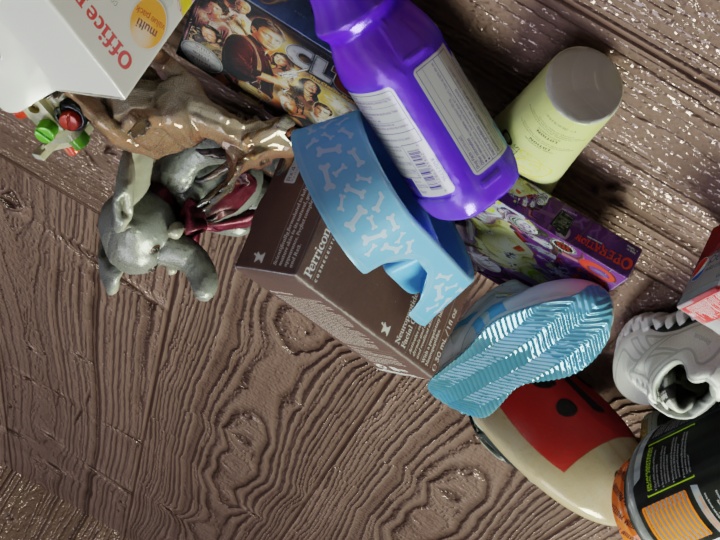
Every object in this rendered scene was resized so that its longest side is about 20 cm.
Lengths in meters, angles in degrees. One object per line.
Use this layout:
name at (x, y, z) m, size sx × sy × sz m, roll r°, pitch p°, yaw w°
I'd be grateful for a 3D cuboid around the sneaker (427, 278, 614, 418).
sneaker at (0.120, 0.041, 1.202) m, size 0.076 × 0.081 × 0.200 m, roll 34°, pitch 147°, yaw -15°

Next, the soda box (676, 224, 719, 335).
soda box at (0.313, 0.043, 1.063) m, size 0.199 × 0.070 × 0.063 m, roll 34°, pitch 158°, yaw -8°

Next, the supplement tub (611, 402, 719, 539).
supplement tub at (0.286, 0.157, 1.226) m, size 0.122 × 0.123 × 0.200 m, roll 35°, pitch 146°, yaw -12°

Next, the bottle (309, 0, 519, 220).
bottle at (0.025, -0.128, 1.036) m, size 0.201 × 0.065 × 0.083 m, roll 56°, pitch 164°, yaw -18°

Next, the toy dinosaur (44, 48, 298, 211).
toy dinosaur at (-0.149, -0.111, 1.218) m, size 0.199 × 0.086 × 0.136 m, roll 20°, pitch 162°, yaw 38°

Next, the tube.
tube at (0.118, -0.088, 1.069) m, size 0.200 × 0.051 × 0.059 m, roll 131°, pitch 123°, yaw -73°

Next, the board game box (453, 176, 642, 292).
board game box at (0.126, -0.016, 1.188) m, size 0.119 × 0.033 × 0.200 m, roll 27°, pitch 168°, yaw 0°

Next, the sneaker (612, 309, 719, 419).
sneaker at (0.235, 0.075, 1.217) m, size 0.075 × 0.082 × 0.200 m, roll 30°, pitch 159°, yaw -4°

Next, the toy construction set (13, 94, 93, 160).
toy construction set at (-0.298, -0.156, 1.379) m, size 0.130 × 0.093 × 0.200 m, roll -20°, pitch 139°, yaw 31°

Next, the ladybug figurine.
ladybug figurine at (0.167, 0.131, 1.369) m, size 0.200 × 0.072 × 0.135 m, roll 44°, pitch -160°, yaw 30°

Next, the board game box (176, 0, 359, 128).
board game box at (-0.031, -0.142, 1.154) m, size 0.199 × 0.035 × 0.136 m, roll 32°, pitch 157°, yaw -3°

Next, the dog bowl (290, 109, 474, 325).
dog bowl at (0.021, -0.039, 1.114) m, size 0.200 × 0.049 × 0.112 m, roll 42°, pitch -157°, yaw -55°

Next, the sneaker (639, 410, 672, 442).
sneaker at (0.316, 0.183, 1.375) m, size 0.087 × 0.076 × 0.200 m, roll -26°, pitch 119°, yaw 34°

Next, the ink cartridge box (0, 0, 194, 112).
ink cartridge box at (-0.177, -0.204, 0.988) m, size 0.124 × 0.201 × 0.129 m, roll 11°, pitch 151°, yaw 39°

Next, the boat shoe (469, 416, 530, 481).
boat shoe at (0.190, 0.170, 1.487) m, size 0.199 × 0.076 × 0.060 m, roll 35°, pitch 160°, yaw 22°

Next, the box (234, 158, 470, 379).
box at (0.000, 0.000, 1.287) m, size 0.075 × 0.101 × 0.200 m, roll 8°, pitch 159°, yaw 43°

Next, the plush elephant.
plush elephant at (-0.146, -0.048, 1.330) m, size 0.199 × 0.156 × 0.165 m, roll 28°, pitch 157°, yaw 5°
